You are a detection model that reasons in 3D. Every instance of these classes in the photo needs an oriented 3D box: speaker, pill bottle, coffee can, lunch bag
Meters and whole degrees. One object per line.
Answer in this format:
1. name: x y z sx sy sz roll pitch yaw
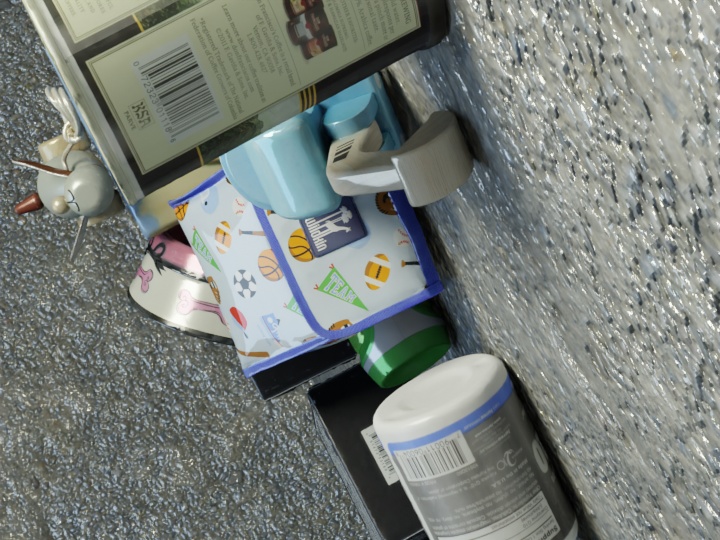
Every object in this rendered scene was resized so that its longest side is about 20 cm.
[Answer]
1. speaker: 0.000 0.000 1.219 0.201 0.088 0.089 59 172 18
2. pill bottle: 0.100 0.178 1.065 0.202 0.113 0.114 63 172 -11
3. coffee can: -0.073 -0.147 0.753 0.147 0.198 0.147 60 172 14
4. lunch bag: -0.040 -0.025 1.105 0.199 0.123 0.172 -23 91 42

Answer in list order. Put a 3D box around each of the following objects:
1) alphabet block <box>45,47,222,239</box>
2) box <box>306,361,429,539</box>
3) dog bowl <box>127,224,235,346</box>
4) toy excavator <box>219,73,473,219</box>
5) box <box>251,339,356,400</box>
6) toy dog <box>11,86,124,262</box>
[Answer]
1. alphabet block: -0.164 -0.168 1.289 0.197 0.198 0.196 63 172 -16
2. box: 0.035 0.220 1.608 0.202 0.122 0.199 62 171 15
3. dog bowl: -0.117 0.005 1.297 0.200 0.198 0.075 -134 54 -64
4. toy excavator: -0.013 -0.079 0.911 0.201 0.192 0.101 -75 -36 -59
5. box: -0.093 0.012 1.530 0.202 0.122 0.198 63 -172 -7
6. toy dog: -0.276 -0.073 1.256 0.133 0.096 0.200 60 173 8
